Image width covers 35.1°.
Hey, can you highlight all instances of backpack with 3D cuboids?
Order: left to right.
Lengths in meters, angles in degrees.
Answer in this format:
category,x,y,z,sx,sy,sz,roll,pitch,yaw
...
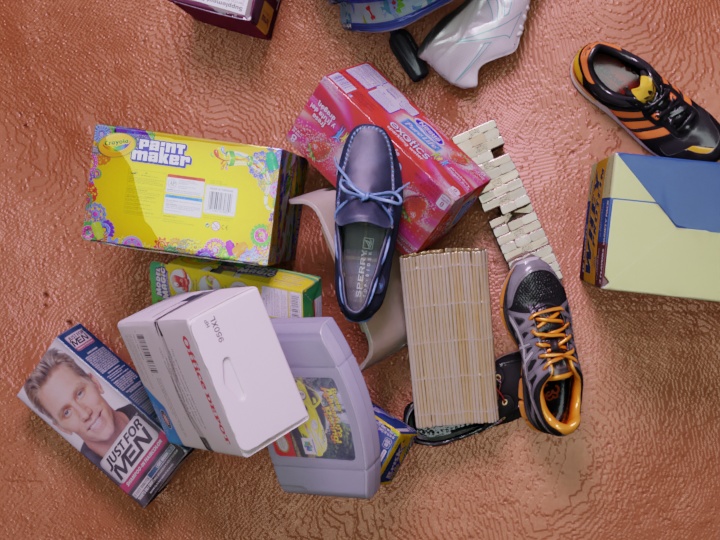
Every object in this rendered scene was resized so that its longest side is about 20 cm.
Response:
category,x,y,z,sx,sy,sz,roll,pitch,yaw
backpack,0.041,-0.341,1.199,0.182,0.200,0.148,-31,110,-12

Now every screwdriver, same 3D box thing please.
category,x,y,z,sx,sy,sz,roll,pitch,yaw
screwdriver,0.019,-0.303,1.302,0.029,0.028,0.201,-32,87,-23

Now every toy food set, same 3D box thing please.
category,x,y,z,sx,sy,sz,roll,pitch,yaw
toy food set,0.000,0.000,1.261,0.060,0.143,0.202,-23,89,34

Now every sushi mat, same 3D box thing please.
category,x,y,z,sx,sy,sz,roll,pitch,yaw
sushi mat,0.097,0.074,1.229,0.094,0.012,0.203,-6,107,1

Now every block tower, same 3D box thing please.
category,x,y,z,sx,sy,sz,roll,pitch,yaw
block tower,0.167,-0.066,1.281,0.057,0.054,0.202,-22,90,6

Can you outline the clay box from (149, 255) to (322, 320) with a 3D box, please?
category,x,y,z,sx,sy,sz,roll,pitch,yaw
clay box,-0.137,0.049,1.247,0.198,0.048,0.116,12,115,26

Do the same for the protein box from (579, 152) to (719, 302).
category,x,y,z,sx,sy,sz,roll,pitch,yaw
protein box,0.343,-0.042,1.192,0.196,0.200,0.137,6,93,5

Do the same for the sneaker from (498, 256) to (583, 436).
category,x,y,z,sx,sy,sz,roll,pitch,yaw
sneaker,0.204,0.084,1.225,0.077,0.077,0.203,-14,101,-10

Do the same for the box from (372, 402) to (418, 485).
category,x,y,z,sx,sy,sz,roll,pitch,yaw
box,-0.038,0.158,1.274,0.199,0.064,0.071,31,95,22

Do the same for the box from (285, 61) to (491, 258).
category,x,y,z,sx,sy,sz,roll,pitch,yaw
box,0.030,-0.122,1.244,0.200,0.099,0.096,44,125,10

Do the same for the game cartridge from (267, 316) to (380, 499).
category,x,y,z,sx,sy,sz,roll,pitch,yaw
game cartridge,-0.049,0.146,1.187,0.132,0.041,0.202,-5,110,31

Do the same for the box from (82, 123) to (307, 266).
category,x,y,z,sx,sy,sz,roll,pitch,yaw
box,-0.173,-0.080,1.243,0.197,0.193,0.124,8,93,4

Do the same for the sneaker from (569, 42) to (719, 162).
category,x,y,z,sx,sy,sz,roll,pitch,yaw
sneaker,0.317,-0.180,1.245,0.199,0.090,0.070,36,95,4

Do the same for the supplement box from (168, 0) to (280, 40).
category,x,y,z,sx,sy,sz,roll,pitch,yaw
supplement box,-0.131,-0.374,1.260,0.102,0.131,0.202,16,94,4

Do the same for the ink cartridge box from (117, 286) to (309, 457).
category,x,y,z,sx,sy,sz,roll,pitch,yaw
ink cartridge box,-0.152,0.100,1.150,0.084,0.199,0.146,-27,101,-29

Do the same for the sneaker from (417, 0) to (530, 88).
category,x,y,z,sx,sy,sz,roll,pitch,yaw
sneaker,0.156,-0.290,1.275,0.080,0.070,0.200,42,98,-13

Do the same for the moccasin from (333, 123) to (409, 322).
category,x,y,z,sx,sy,sz,roll,pitch,yaw
moccasin,0.011,-0.049,1.150,0.079,0.068,0.203,-1,89,4

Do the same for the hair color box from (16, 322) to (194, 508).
category,x,y,z,sx,sy,sz,roll,pitch,yaw
hair color box,-0.288,0.167,1.317,0.199,0.061,0.100,40,111,3

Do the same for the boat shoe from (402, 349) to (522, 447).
category,x,y,z,sx,sy,sz,roll,pitch,yaw
boat shoe,0.142,0.146,1.288,0.199,0.063,0.074,-22,89,4
